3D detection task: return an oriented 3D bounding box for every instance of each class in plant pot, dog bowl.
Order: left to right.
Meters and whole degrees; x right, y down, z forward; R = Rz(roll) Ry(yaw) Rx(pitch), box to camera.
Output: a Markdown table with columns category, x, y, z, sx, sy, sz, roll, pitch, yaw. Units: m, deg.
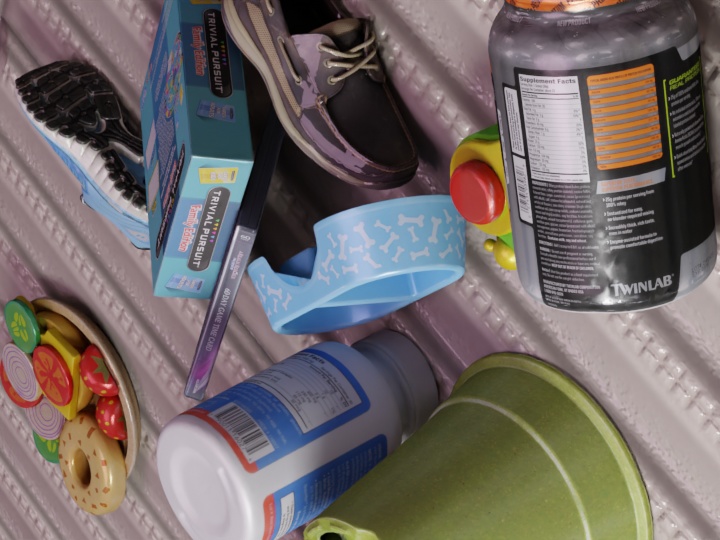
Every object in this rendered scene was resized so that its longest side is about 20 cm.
| category | x | y | z | sx | sy | sz | roll | pitch | yaw |
| --- | --- | --- | --- | --- | --- | --- | --- | --- | --- |
| dog bowl | 0.000 | 0.000 | 1.381 | 0.200 | 0.111 | 0.050 | -27 | 71 | 55 |
| plant pot | 0.064 | 0.184 | 1.355 | 0.199 | 0.189 | 0.201 | 30 | 132 | 40 |

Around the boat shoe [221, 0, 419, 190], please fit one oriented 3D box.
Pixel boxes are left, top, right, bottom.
| category | x | y | z | sx | sy | sz | roll | pitch | yaw |
| --- | --- | --- | --- | --- | --- | --- | --- | --- | --- |
| boat shoe | -0.026 | -0.143 | 1.371 | 0.200 | 0.074 | 0.073 | 51 | 143 | 16 |

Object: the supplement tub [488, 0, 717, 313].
| category | x | y | z | sx | sy | sz | roll | pitch | yaw |
| --- | --- | --- | --- | --- | --- | --- | --- | --- | --- |
| supplement tub | 0.140 | -0.087 | 1.148 | 0.122 | 0.122 | 0.202 | 16 | 123 | 46 |

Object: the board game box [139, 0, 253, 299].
| category | x | y | z | sx | sy | sz | roll | pitch | yaw |
| --- | --- | --- | --- | --- | --- | --- | --- | --- | --- |
| board game box | -0.123 | -0.104 | 1.457 | 0.151 | 0.047 | 0.201 | 112 | 156 | -47 |

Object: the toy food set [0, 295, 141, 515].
| category | x | y | z | sx | sy | sz | roll | pitch | yaw |
| --- | --- | --- | --- | --- | --- | --- | --- | --- | --- |
| toy food set | -0.279 | 0.120 | 1.879 | 0.198 | 0.048 | 0.201 | 40 | 139 | 31 |

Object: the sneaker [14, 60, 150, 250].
| category | x | y | z | sx | sy | sz | roll | pitch | yaw |
| --- | --- | --- | --- | --- | --- | --- | --- | --- | --- |
| sneaker | -0.227 | -0.092 | 1.660 | 0.200 | 0.078 | 0.090 | 49 | 145 | 21 |

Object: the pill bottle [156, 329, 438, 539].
| category | x | y | z | sx | sy | sz | roll | pitch | yaw |
| --- | --- | --- | --- | --- | --- | --- | --- | --- | --- |
| pill bottle | -0.040 | 0.120 | 1.439 | 0.112 | 0.199 | 0.113 | 29 | 131 | 39 |

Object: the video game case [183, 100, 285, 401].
| category | x | y | z | sx | sy | sz | roll | pitch | yaw |
| --- | --- | --- | --- | --- | --- | --- | --- | --- | --- |
| video game case | -0.093 | -0.016 | 1.495 | 0.019 | 0.144 | 0.201 | 17 | 137 | -5 |

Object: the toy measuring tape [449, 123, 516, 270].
| category | x | y | z | sx | sy | sz | roll | pitch | yaw |
| --- | --- | --- | --- | --- | --- | --- | --- | --- | --- |
| toy measuring tape | 0.090 | -0.093 | 1.257 | 0.073 | 0.073 | 0.201 | 26 | 130 | 41 |
